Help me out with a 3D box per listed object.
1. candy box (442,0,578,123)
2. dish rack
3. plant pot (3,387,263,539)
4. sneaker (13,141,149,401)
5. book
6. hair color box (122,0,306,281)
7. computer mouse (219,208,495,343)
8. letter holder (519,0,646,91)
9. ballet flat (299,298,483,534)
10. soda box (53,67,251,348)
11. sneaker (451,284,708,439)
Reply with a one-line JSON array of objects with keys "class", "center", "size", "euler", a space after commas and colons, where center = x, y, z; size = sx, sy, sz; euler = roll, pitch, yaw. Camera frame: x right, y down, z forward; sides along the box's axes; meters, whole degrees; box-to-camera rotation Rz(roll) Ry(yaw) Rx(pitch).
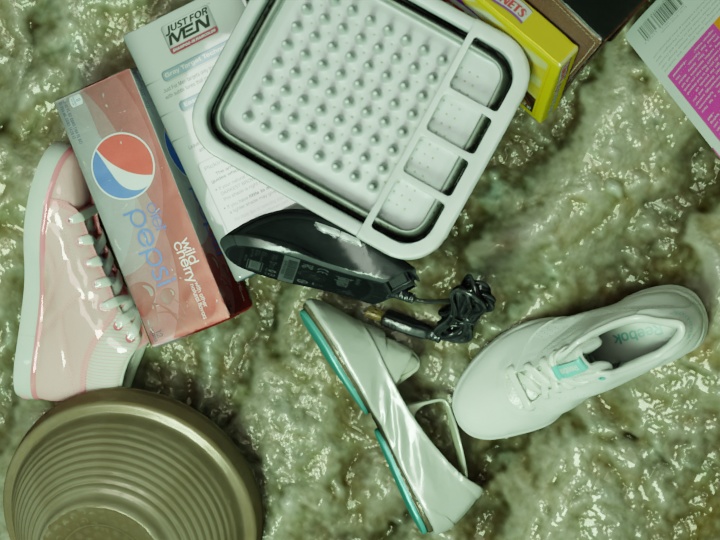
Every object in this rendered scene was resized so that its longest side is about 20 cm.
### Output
[{"class": "candy box", "center": [0.066, -0.193, 1.701], "size": [0.200, 0.102, 0.026], "euler": [41, 71, 10]}, {"class": "dish rack", "center": [0.001, -0.120, 1.677], "size": [0.200, 0.044, 0.172], "euler": [29, 92, 4]}, {"class": "plant pot", "center": [-0.178, 0.196, 1.794], "size": [0.200, 0.093, 0.202], "euler": [4, 114, 9]}, {"class": "sneaker", "center": [-0.199, 0.006, 1.812], "size": [0.104, 0.075, 0.201], "euler": [9, 102, 11]}, {"class": "book", "center": [0.269, -0.150, 1.626], "size": [0.048, 0.200, 0.134], "euler": [32, 110, -38]}, {"class": "hair color box", "center": [-0.084, -0.104, 1.776], "size": [0.099, 0.061, 0.201], "euler": [-25, 91, 15]}, {"class": "computer mouse", "center": [0.000, 0.000, 1.733], "size": [0.199, 0.140, 0.046], "euler": [14, 74, 3]}, {"class": "letter holder", "center": [0.113, -0.238, 1.699], "size": [0.200, 0.142, 0.101], "euler": [44, 73, 2]}, {"class": "ballet flat", "center": [0.027, 0.098, 1.777], "size": [0.069, 0.069, 0.200], "euler": [-28, 94, 16]}, {"class": "soda box", "center": [-0.154, -0.049, 1.798], "size": [0.070, 0.063, 0.201], "euler": [-21, 92, 15]}, {"class": "sneaker", "center": [0.150, 0.066, 1.723], "size": [0.200, 0.088, 0.075], "euler": [-26, 91, 16]}]
